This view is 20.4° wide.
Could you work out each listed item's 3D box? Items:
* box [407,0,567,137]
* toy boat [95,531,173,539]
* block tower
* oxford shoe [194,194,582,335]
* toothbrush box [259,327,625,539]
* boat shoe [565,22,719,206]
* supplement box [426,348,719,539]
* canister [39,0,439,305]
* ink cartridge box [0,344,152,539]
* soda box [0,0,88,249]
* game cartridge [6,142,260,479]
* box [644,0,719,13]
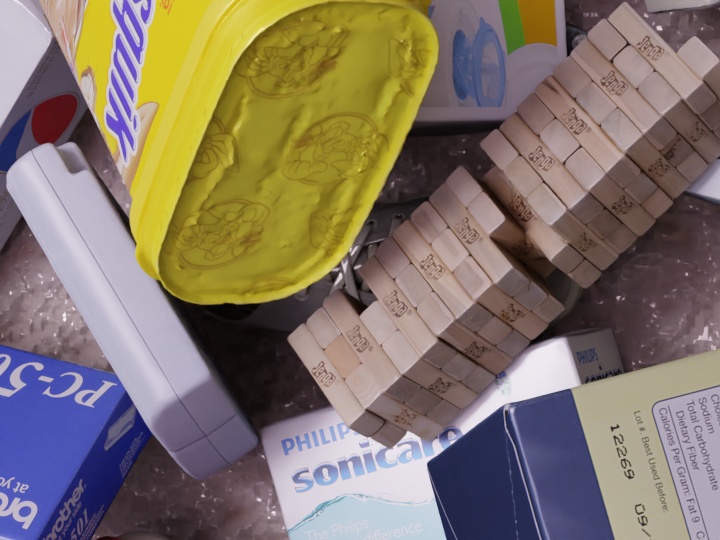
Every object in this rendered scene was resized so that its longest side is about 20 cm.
[{"bbox_3d":[0.011,-0.157,0.841,0.101,0.112,0.200,-2,92,58],"label":"box"},{"bbox_3d":[-0.090,0.209,0.861,0.200,0.131,0.131,29,133,44],"label":"toy boat"},{"bbox_3d":[0.065,-0.017,0.800,0.200,0.054,0.058,-44,55,10],"label":"block tower"},{"bbox_3d":[0.000,0.000,0.898,0.200,0.058,0.075,5,91,18],"label":"oxford shoe"},{"bbox_3d":[0.060,0.139,0.865,0.146,0.085,0.200,-19,86,20],"label":"toothbrush box"},{"bbox_3d":[0.163,-0.058,0.831,0.199,0.074,0.068,20,93,33],"label":"boat shoe"},{"bbox_3d":[0.144,0.093,0.654,0.200,0.200,0.134,-14,81,-7],"label":"supplement box"},{"bbox_3d":[-0.062,-0.108,0.778,0.200,0.086,0.149,61,140,37],"label":"canister"},{"bbox_3d":[-0.203,0.072,0.892,0.200,0.044,0.094,12,52,21],"label":"ink cartridge box"},{"bbox_3d":[-0.184,-0.060,0.928,0.064,0.068,0.200,44,122,13],"label":"soda box"},{"bbox_3d":[-0.091,0.025,0.857,0.040,0.200,0.133,-35,81,-4],"label":"game cartridge"},{"bbox_3d":[0.126,-0.209,0.802,0.082,0.068,0.200,-23,100,-12],"label":"box"}]
